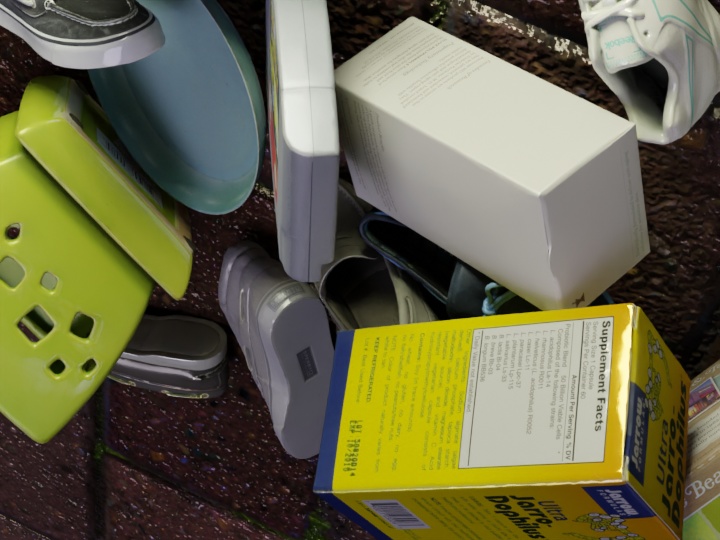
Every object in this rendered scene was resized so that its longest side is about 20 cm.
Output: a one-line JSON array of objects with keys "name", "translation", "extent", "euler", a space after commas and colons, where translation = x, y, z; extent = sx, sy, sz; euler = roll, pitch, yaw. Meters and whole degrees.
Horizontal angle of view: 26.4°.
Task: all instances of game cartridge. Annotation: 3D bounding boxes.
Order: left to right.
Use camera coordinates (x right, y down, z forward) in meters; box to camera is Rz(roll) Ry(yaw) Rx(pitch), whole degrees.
[{"name": "game cartridge", "translation": [-0.038, -0.111, 0.960], "extent": [0.041, 0.201, 0.134], "euler": [0, 139, -9]}]

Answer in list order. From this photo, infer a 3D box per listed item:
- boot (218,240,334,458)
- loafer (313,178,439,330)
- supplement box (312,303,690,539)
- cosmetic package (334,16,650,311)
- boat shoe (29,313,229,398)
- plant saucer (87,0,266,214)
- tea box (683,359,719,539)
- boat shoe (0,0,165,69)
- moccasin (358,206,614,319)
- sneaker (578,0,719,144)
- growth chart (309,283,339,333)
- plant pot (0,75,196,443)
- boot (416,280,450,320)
[{"name": "boot", "translation": [-0.065, 0.062, 1.265], "extent": [0.096, 0.073, 0.201], "euler": [46, 153, 39]}, {"name": "loafer", "translation": [0.000, 0.000, 1.080], "extent": [0.070, 0.070, 0.200], "euler": [34, -162, -52]}, {"name": "supplement box", "translation": [0.087, 0.099, 0.929], "extent": [0.199, 0.110, 0.110], "euler": [-6, 150, 28]}, {"name": "cosmetic package", "translation": [0.077, -0.066, 0.955], "extent": [0.200, 0.085, 0.108], "euler": [33, 150, 39]}, {"name": "boat shoe", "translation": [-0.210, 0.069, 1.370], "extent": [0.200, 0.072, 0.061], "euler": [12, 134, 18]}, {"name": "plant saucer", "translation": [-0.129, -0.136, 1.080], "extent": [0.200, 0.027, 0.201], "euler": [33, 141, 32]}, {"name": "tea box", "translation": [0.271, 0.173, 1.014], "extent": [0.200, 0.134, 0.197], "euler": [-39, 100, 11]}, {"name": "boat shoe", "translation": [-0.205, -0.194, 1.049], "extent": [0.200, 0.071, 0.068], "euler": [33, 142, 45]}, {"name": "moccasin", "translation": [0.078, 0.014, 1.007], "extent": [0.199, 0.068, 0.081], "euler": [29, 122, 37]}, {"name": "sneaker", "translation": [0.153, -0.160, 0.863], "extent": [0.070, 0.080, 0.201], "euler": [-6, 127, 41]}, {"name": "growth chart", "translation": [0.037, 0.092, 1.274], "extent": [0.144, 0.018, 0.201], "euler": [13, 140, 21]}, {"name": "plant pot", "translation": [-0.239, -0.024, 1.162], "extent": [0.181, 0.199, 0.200], "euler": [-40, 109, 6]}, {"name": "boot", "translation": [0.131, 0.037, 1.107], "extent": [0.200, 0.144, 0.073], "euler": [46, 110, 32]}]
